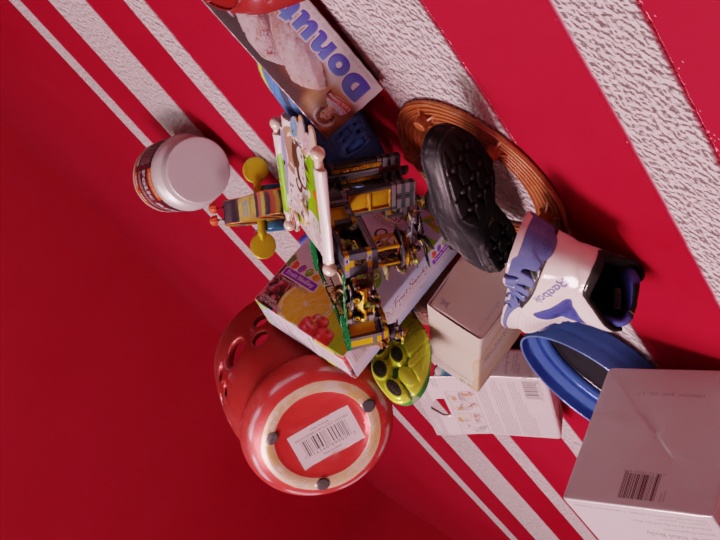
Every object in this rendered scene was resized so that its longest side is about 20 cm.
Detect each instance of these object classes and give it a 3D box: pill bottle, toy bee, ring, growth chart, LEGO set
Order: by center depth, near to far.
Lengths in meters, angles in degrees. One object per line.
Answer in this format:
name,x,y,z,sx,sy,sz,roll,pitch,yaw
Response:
ring,0.110,-0.083,0.979,0.200,0.019,0.201,37,165,11
growth chart,-0.055,-0.081,0.994,0.200,0.018,0.146,-132,31,-65
LEGO set,0.022,-0.024,1.017,0.200,0.115,0.155,-118,20,-57
toy bee,-0.150,-0.076,1.434,0.200,0.108,0.132,-50,52,55
pill bottle,-0.270,-0.146,1.558,0.114,0.114,0.200,44,165,-18

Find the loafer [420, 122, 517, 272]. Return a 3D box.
loafer,0.086,-0.063,0.924,0.070,0.068,0.201,22,162,30

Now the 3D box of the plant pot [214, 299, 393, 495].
plant pot,-0.064,0.144,1.209,0.201,0.200,0.183,46,-176,-25

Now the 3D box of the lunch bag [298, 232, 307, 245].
lunch bag,-0.015,0.029,1.367,0.094,0.151,0.200,-31,106,31

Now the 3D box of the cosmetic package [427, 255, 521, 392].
cosmetic package,0.133,0.052,1.157,0.073,0.104,0.200,34,166,16

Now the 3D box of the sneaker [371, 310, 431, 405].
sneaker,0.055,0.094,1.175,0.084,0.074,0.200,55,-169,-23

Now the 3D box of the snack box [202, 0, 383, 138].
snack box,-0.069,-0.215,0.925,0.200,0.072,0.024,46,-172,-24

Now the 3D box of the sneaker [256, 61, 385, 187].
sneaker,-0.028,-0.148,1.021,0.200,0.066,0.078,52,172,-32

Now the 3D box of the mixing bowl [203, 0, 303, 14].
mixing bowl,-0.093,-0.266,0.765,0.200,0.109,0.200,38,165,12

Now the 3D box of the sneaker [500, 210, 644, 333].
sneaker,0.193,0.024,0.938,0.114,0.081,0.200,23,167,16

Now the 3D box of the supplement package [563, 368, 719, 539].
supplement package,0.323,0.213,0.988,0.151,0.151,0.200,-3,138,44

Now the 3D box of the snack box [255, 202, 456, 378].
snack box,0.000,0.000,1.132,0.142,0.200,0.053,30,161,34

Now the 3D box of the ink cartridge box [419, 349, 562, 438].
ink cartridge box,0.168,0.163,1.351,0.174,0.045,0.200,0,150,17

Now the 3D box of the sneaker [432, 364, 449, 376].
sneaker,0.152,0.131,1.401,0.090,0.079,0.200,31,164,20

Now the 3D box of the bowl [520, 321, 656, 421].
bowl,0.270,0.123,1.148,0.200,0.039,0.201,38,165,12

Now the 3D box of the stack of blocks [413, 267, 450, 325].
stack of blocks,0.031,-0.019,1.288,0.200,0.059,0.115,45,165,-19
